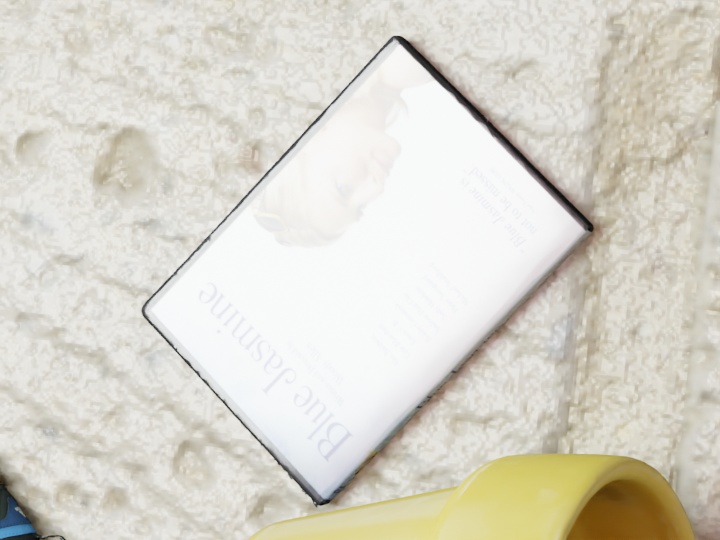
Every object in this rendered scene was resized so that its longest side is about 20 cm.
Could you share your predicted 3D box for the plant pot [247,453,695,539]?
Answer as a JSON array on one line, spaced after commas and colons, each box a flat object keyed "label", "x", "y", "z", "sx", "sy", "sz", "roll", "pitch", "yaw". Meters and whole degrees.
[{"label": "plant pot", "x": 0.039, "y": 0.185, "z": 0.930, "sx": 0.188, "sy": 0.200, "sz": 0.202, "roll": -3, "pitch": 87, "yaw": 31}]

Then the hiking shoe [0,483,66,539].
[{"label": "hiking shoe", "x": -0.251, "y": 0.186, "z": 1.061, "sx": 0.087, "sy": 0.074, "sz": 0.200, "roll": 45, "pitch": 99, "yaw": 13}]

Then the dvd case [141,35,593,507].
[{"label": "dvd case", "x": 0.000, "y": 0.000, "z": 1.028, "sx": 0.143, "sy": 0.018, "sz": 0.200, "roll": 46, "pitch": 100, "yaw": 12}]
